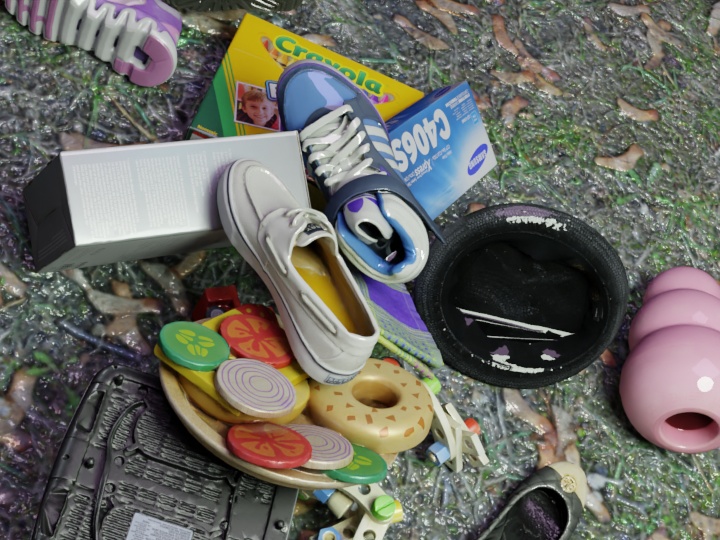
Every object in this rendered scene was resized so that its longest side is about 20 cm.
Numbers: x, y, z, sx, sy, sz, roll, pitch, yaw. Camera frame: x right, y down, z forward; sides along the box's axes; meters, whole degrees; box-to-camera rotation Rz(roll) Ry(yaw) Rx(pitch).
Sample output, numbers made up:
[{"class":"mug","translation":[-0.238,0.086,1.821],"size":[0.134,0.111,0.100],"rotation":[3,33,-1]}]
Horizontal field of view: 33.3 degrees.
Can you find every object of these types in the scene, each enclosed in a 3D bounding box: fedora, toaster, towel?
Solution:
[{"class":"fedora","translation":[0.145,0.013,1.126],"size":[0.200,0.201,0.092],"rotation":[18,20,-11]},{"class":"toaster","translation":[-0.153,0.183,0.888],"size":[0.200,0.119,0.181],"rotation":[20,52,-10]},{"class":"towel","translation":[0.000,0.000,1.047],"size":[0.144,0.023,0.200],"rotation":[38,16,-30]}]

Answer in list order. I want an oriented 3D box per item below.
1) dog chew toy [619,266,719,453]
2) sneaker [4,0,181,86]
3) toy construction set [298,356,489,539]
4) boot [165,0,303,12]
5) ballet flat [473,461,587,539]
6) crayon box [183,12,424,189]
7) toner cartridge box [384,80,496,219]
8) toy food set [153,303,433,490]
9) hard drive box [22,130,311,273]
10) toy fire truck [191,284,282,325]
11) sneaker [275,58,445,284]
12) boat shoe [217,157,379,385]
[{"class":"dog chew toy","translation":[0.313,0.076,1.158],"size":[0.124,0.125,0.200],"rotation":[22,45,-8]},{"class":"sneaker","translation":[-0.258,-0.261,1.169],"size":[0.200,0.081,0.089],"rotation":[30,45,-8]},{"class":"toy construction set","translation":[0.023,0.152,0.991],"size":[0.200,0.092,0.131],"rotation":[-28,70,-40]},{"class":"boot","translation":[-0.131,-0.344,1.255],"size":[0.182,0.073,0.200],"rotation":[9,44,-10]},{"class":"ballet flat","translation":[0.137,0.229,1.018],"size":[0.066,0.057,0.200],"rotation":[44,53,9]},{"class":"crayon box","translation":[-0.054,-0.143,1.181],"size":[0.200,0.058,0.173],"rotation":[24,53,-7]},{"class":"toner cartridge box","translation":[0.063,-0.109,1.160],"size":[0.200,0.043,0.095],"rotation":[-42,115,-53]},{"class":"toy food set","translation":[-0.054,0.091,0.895],"size":[0.200,0.049,0.198],"rotation":[34,28,17]},{"class":"hard drive box","translation":[-0.165,-0.056,1.009],"size":[0.200,0.156,0.077],"rotation":[-8,87,-28]},{"class":"toy fire truck","translation":[-0.070,0.060,1.048],"size":[0.141,0.049,0.200],"rotation":[-5,62,-28]},{"class":"sneaker","translation":[-0.004,-0.080,0.991],"size":[0.081,0.146,0.200],"rotation":[-28,103,5]},{"class":"boat shoe","translation":[-0.043,-0.014,0.900],"size":[0.071,0.070,0.200],"rotation":[-6,58,-37]}]
